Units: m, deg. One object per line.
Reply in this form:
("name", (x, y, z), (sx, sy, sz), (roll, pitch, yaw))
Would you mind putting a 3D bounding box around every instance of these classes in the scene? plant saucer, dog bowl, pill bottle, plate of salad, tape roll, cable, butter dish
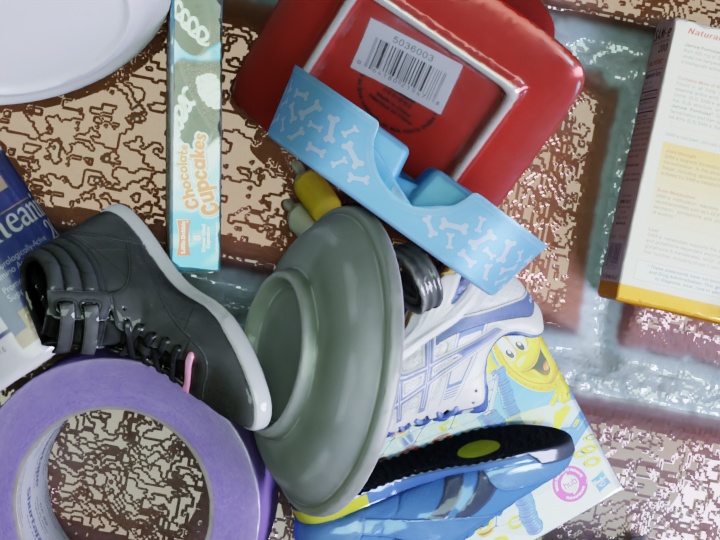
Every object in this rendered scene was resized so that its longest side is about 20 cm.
("plant saucer", (-0.036, 0.056, 1.556), (0.050, 0.200, 0.202), (7, 91, -24))
("dog bowl", (0.026, -0.055, 1.558), (0.200, 0.111, 0.050), (36, 92, -4))
("pill bottle", (-0.268, -0.023, 1.635), (0.111, 0.111, 0.201), (-34, 94, -3))
("plate of salad", (-0.220, -0.173, 1.556), (0.199, 0.200, 0.048), (-14, 60, -4))
("tape roll", (-0.158, 0.151, 1.642), (0.198, 0.085, 0.202), (1, 98, 8))
("cable", (0.000, 0.000, 1.621), (0.050, 0.200, 0.098), (-16, 117, -14))
("butter dish", (0.046, -0.153, 1.651), (0.199, 0.148, 0.200), (34, 132, -2))

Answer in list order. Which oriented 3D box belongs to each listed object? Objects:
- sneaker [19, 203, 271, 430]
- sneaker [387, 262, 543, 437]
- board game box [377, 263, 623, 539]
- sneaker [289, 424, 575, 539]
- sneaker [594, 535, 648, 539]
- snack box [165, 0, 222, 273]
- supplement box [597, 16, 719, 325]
("sneaker", (-0.144, 0.045, 1.553), (0.099, 0.071, 0.200), (-23, 56, -33))
("sneaker", (0.041, 0.078, 1.626), (0.088, 0.075, 0.200), (42, 89, -5))
("board game box", (0.049, 0.112, 1.693), (0.199, 0.056, 0.197), (-29, 94, -4))
("sneaker", (0.053, 0.162, 1.638), (0.199, 0.066, 0.079), (-18, 104, -4))
("sneaker", (0.155, 0.233, 1.659), (0.075, 0.200, 0.087), (-32, 81, 33))
("snack box", (-0.113, -0.100, 1.644), (0.037, 0.116, 0.202), (0, 92, -6))
("supplement box", (0.250, -0.065, 1.696), (0.125, 0.074, 0.201), (13, 90, -5))
